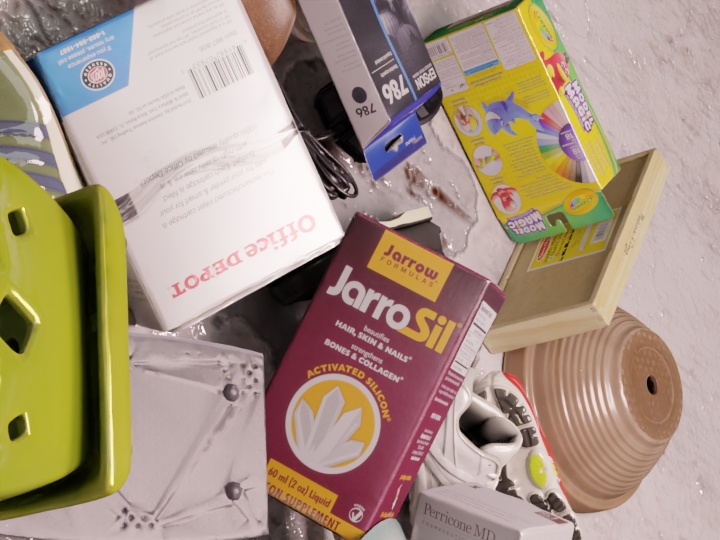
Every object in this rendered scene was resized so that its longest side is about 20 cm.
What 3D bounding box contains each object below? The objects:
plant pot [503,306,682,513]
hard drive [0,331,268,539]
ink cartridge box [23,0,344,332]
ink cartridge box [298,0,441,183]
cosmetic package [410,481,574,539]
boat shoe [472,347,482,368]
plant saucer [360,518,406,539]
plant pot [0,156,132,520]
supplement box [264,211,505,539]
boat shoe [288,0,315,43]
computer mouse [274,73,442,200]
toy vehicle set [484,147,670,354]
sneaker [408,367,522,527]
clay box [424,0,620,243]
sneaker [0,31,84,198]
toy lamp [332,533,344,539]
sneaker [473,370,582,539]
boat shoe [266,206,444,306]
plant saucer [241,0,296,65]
[{"bbox_3d":[0.222,0.109,1.508,0.200,0.092,0.203,17,66,-45],"label":"plant pot"},{"bbox_3d":[-0.154,0.109,1.091,0.198,0.042,0.137,6,73,-31],"label":"hard drive"},{"bbox_3d":[-0.121,-0.079,1.145,0.144,0.084,0.202,-28,101,-18],"label":"ink cartridge box"},{"bbox_3d":[0.007,-0.178,1.298,0.099,0.039,0.202,-41,112,-54],"label":"ink cartridge box"},{"bbox_3d":[0.080,0.266,1.239,0.074,0.101,0.203,0,101,-48],"label":"cosmetic package"},{"bbox_3d":[0.067,0.050,1.318,0.200,0.073,0.066,38,56,-72],"label":"boat shoe"},{"bbox_3d":[-0.002,0.269,1.157,0.202,0.038,0.202,-56,159,-34],"label":"plant saucer"},{"bbox_3d":[-0.237,0.045,0.926,0.180,0.198,0.203,10,70,-45],"label":"plant pot"},{"bbox_3d":[0.006,0.077,1.181,0.202,0.110,0.086,-63,166,-2],"label":"supplement box"},{"bbox_3d":[-0.028,-0.249,1.360,0.072,0.059,0.201,49,47,-31],"label":"boat shoe"},{"bbox_3d":[-0.022,-0.141,1.352,0.141,0.046,0.200,48,42,-5],"label":"computer mouse"},{"bbox_3d":[0.187,-0.018,1.482,0.027,0.123,0.201,50,47,-25],"label":"toy vehicle set"},{"bbox_3d":[0.082,0.154,1.312,0.078,0.098,0.201,-71,145,-46],"label":"sneaker"},{"bbox_3d":[0.142,-0.128,1.473,0.048,0.114,0.201,-44,112,-46],"label":"clay box"},{"bbox_3d":[-0.231,-0.060,1.066,0.090,0.067,0.202,-47,117,-50],"label":"sneaker"},{"bbox_3d":[-0.016,0.139,1.261,0.058,0.058,0.203,8,75,-46],"label":"toy lamp"},{"bbox_3d":[0.141,0.176,1.414,0.085,0.076,0.202,-56,133,-71],"label":"sneaker"},{"bbox_3d":[0.002,-0.001,1.307,0.201,0.073,0.064,-17,83,-54],"label":"boat shoe"},{"bbox_3d":[-0.089,-0.247,1.223,0.200,0.036,0.202,-23,91,-87],"label":"plant saucer"}]
